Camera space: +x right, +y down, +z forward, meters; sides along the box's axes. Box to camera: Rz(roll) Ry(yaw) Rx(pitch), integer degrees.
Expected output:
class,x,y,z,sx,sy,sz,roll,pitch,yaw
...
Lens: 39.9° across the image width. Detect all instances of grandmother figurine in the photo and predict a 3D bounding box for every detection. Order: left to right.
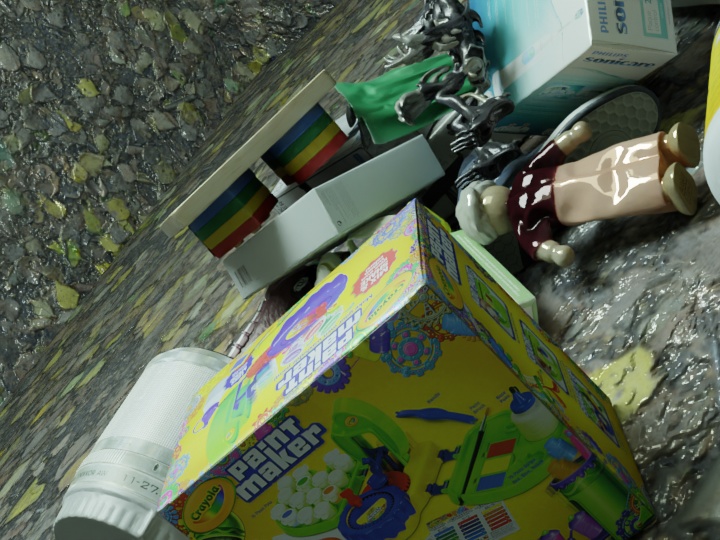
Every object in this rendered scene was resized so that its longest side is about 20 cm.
class,x,y,z,sx,sy,sz,roll,pitch,yaw
grandmother figurine,0.159,-0.056,0.773,0.199,0.061,0.122,-9,49,40

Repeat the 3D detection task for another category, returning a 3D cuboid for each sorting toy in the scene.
class,x,y,z,sx,sy,sz,roll,pitch,yaw
sorting toy,-0.103,-0.093,1.003,0.200,0.070,0.199,-45,10,-11

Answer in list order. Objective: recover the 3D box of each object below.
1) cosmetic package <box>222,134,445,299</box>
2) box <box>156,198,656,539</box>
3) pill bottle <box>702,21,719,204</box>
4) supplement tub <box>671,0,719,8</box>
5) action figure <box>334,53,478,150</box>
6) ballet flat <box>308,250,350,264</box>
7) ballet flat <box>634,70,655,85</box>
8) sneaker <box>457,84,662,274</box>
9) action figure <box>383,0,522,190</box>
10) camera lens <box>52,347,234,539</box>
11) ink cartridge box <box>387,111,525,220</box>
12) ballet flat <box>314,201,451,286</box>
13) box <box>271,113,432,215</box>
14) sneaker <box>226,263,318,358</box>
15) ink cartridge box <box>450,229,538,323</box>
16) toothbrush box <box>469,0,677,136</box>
class,x,y,z,sx,sy,sz,roll,pitch,yaw
cosmetic package,-0.030,-0.051,0.983,0.150,0.052,0.200,-28,-2,-38
box,0.025,0.107,0.583,0.200,0.193,0.122,-40,18,17
pill bottle,0.263,-0.090,0.589,0.112,0.112,0.201,-31,23,39
supplement tub,0.306,-0.324,0.951,0.140,0.140,0.200,-46,18,0
action figure,0.085,-0.180,1.003,0.198,0.055,0.119,-19,48,-11
ballet flat,0.003,0.004,1.086,0.071,0.071,0.200,-52,18,-17
ballet flat,0.228,-0.192,0.963,0.071,0.071,0.200,-47,19,-3
sneaker,0.168,-0.103,0.897,0.202,0.077,0.146,-44,20,14
action figure,0.071,-0.177,0.879,0.101,0.119,0.202,-21,58,6
camera lens,-0.164,0.184,0.905,0.159,0.160,0.201,-28,25,45
ink cartridge box,0.080,-0.126,1.138,0.200,0.084,0.144,-46,18,2
ballet flat,0.000,0.000,0.925,0.199,0.067,0.067,-36,21,34
box,-0.013,-0.125,1.116,0.199,0.060,0.117,-23,31,53
sneaker,-0.078,0.075,1.044,0.115,0.075,0.202,-11,56,57
ink cartridge box,0.023,0.041,0.790,0.198,0.048,0.146,-17,28,-10
toothbrush box,0.176,-0.220,0.867,0.200,0.084,0.148,144,124,-68
